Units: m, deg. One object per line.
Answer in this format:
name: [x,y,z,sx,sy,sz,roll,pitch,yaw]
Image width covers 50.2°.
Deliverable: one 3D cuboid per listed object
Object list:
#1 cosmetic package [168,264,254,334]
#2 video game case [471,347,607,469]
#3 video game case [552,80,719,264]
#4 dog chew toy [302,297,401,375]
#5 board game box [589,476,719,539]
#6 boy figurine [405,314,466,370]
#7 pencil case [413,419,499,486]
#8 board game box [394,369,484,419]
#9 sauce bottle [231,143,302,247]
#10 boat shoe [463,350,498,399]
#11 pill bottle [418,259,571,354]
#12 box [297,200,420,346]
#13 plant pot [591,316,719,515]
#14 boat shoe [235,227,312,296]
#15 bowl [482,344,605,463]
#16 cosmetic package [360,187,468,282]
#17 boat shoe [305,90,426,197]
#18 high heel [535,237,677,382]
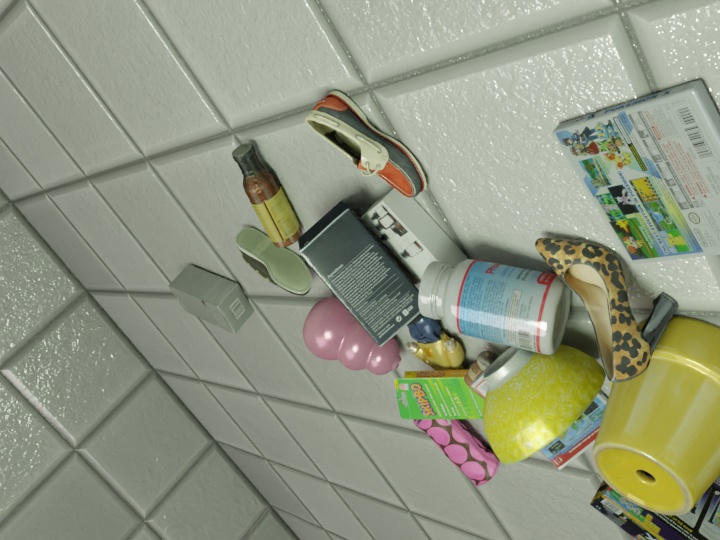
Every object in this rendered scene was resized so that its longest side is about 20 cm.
cosmetic package: [-0.369,0.068,1.898,0.198,0.090,0.107,14,144,38]
video game case: [0.295,0.206,1.218,0.200,0.017,0.143,43,116,0]
video game case: [0.330,-0.096,0.842,0.201,0.022,0.182,53,150,-18]
dog chew toy: [-0.012,0.137,1.503,0.198,0.125,0.125,27,149,12]
board game box: [0.455,0.325,1.099,0.199,0.165,0.057,36,149,13]
boy figurine: [0.132,0.146,1.382,0.124,0.064,0.201,-4,125,50]
pencil case: [0.197,0.339,1.542,0.200,0.091,0.094,44,138,-7]
board game box: [0.162,0.220,1.360,0.197,0.030,0.096,-4,120,11]
sauce bottle: [-0.169,-0.135,1.387,0.066,0.066,0.201,15,139,41]
boat shoe: [0.256,0.222,1.285,0.200,0.076,0.072,44,111,1]
pill bottle: [0.187,0.045,1.087,0.198,0.109,0.109,12,141,26]
box: [0.000,0.000,1.246,0.200,0.107,0.148,49,-177,-12]
plant pot: [0.394,0.194,0.976,0.200,0.189,0.202,30,150,20]
boat shoe: [-0.171,-0.010,1.556,0.201,0.072,0.061,39,157,23]
bowl: [0.240,0.168,1.104,0.108,0.200,0.200,48,152,1]
cosmetic package: [0.096,-0.034,1.196,0.200,0.051,0.082,46,153,-5]
boat shoe: [0.009,-0.172,1.109,0.200,0.063,0.071,43,150,-2]
high heel: [0.282,0.044,0.963,0.199,0.143,0.072,33,151,18]
